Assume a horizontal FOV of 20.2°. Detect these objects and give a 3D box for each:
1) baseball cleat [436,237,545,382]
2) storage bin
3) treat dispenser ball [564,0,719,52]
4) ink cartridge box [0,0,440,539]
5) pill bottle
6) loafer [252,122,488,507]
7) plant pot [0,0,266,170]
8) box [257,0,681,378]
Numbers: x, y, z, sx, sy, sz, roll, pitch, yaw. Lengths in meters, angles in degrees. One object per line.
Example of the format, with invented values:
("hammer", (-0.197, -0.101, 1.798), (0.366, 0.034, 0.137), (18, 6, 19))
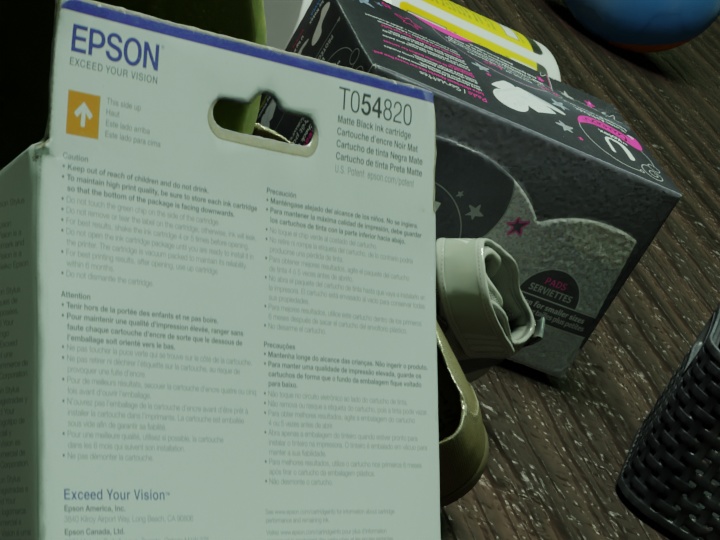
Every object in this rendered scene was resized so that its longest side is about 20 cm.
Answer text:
("baseball cleat", (0.000, 0.000, 0.934), (0.199, 0.106, 0.070), (17, 60, -36))
("storage bin", (0.244, 0.114, 1.043), (0.199, 0.094, 0.135), (33, 17, 6))
("treat dispenser ball", (0.313, -0.340, 2.208), (0.200, 0.202, 0.201), (27, 18, -9))
("ink cartridge box", (-0.045, 0.025, 0.680), (0.040, 0.202, 0.199), (-5, -9, 39))
("pill bottle", (0.023, -0.128, 1.307), (0.199, 0.113, 0.113), (20, 20, -30))
("loafer", (-0.010, 0.009, 0.858), (0.200, 0.076, 0.067), (49, -18, 7))
("plant pot", (-0.172, -0.088, 0.810), (0.189, 0.202, 0.199), (26, 13, 33))
("box", (0.046, -0.045, 1.089), (0.199, 0.133, 0.115), (21, 23, -25))
